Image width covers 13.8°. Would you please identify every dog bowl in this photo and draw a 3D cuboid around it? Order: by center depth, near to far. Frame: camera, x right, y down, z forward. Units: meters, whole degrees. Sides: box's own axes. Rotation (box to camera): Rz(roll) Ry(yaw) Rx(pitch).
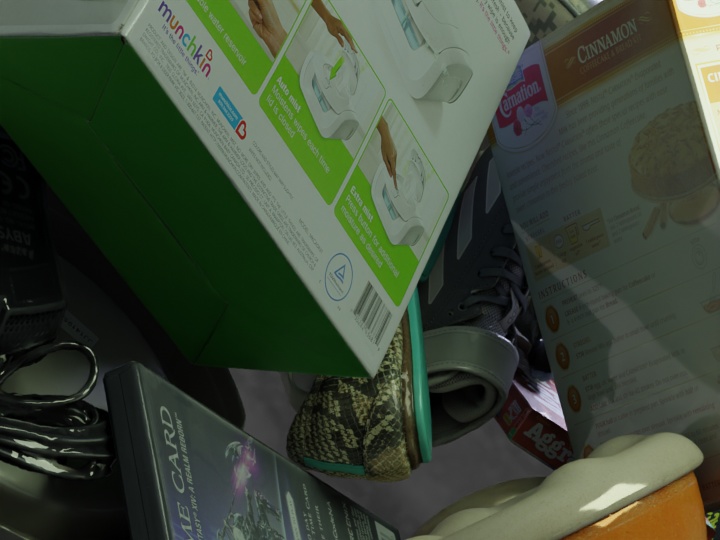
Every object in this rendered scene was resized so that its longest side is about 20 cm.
[{"bbox_3d":[-0.137,0.047,1.122,0.199,0.059,0.201,31,32,-22],"label":"dog bowl"}]

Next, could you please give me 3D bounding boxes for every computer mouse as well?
[{"bbox_3d":[-0.160,-0.016,1.073,0.138,0.053,0.201,21,48,-40],"label":"computer mouse"}]

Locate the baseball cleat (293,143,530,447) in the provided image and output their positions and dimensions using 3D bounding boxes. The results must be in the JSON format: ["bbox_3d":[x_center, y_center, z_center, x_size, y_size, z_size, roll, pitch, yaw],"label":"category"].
[{"bbox_3d":[0.060,0.008,1.274,0.070,0.200,0.106,43,2,-35],"label":"baseball cleat"}]

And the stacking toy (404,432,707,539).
[{"bbox_3d":[0.098,0.173,1.116,0.146,0.146,0.201,-19,82,-57],"label":"stacking toy"}]

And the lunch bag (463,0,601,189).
[{"bbox_3d":[0.092,-0.095,1.471,0.139,0.168,0.200,48,31,11],"label":"lunch bag"}]

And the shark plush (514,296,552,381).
[{"bbox_3d":[0.108,0.022,1.378,0.200,0.090,0.084,-93,158,-88],"label":"shark plush"}]

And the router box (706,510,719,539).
[{"bbox_3d":[0.183,0.113,1.324,0.062,0.149,0.200,54,27,-15],"label":"router box"}]

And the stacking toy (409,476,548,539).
[{"bbox_3d":[0.088,0.187,1.202,0.085,0.085,0.201,7,50,-46],"label":"stacking toy"}]

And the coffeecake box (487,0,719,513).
[{"bbox_3d":[0.133,-0.008,1.185,0.073,0.153,0.201,-11,82,-28],"label":"coffeecake box"}]

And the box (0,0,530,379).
[{"bbox_3d":[-0.038,-0.089,1.111,0.200,0.096,0.177,54,50,-43],"label":"box"}]

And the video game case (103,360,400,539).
[{"bbox_3d":[-0.025,0.131,1.104,0.200,0.019,0.144,36,34,-52],"label":"video game case"}]

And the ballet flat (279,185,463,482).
[{"bbox_3d":[0.000,0.000,1.212,0.075,0.068,0.201,0,49,10],"label":"ballet flat"}]

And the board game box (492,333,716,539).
[{"bbox_3d":[0.088,0.063,1.335,0.103,0.020,0.200,32,8,-18],"label":"board game box"}]
